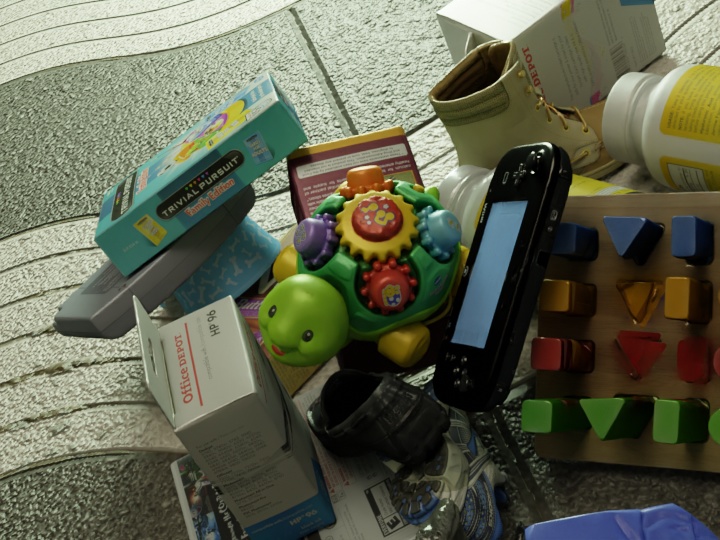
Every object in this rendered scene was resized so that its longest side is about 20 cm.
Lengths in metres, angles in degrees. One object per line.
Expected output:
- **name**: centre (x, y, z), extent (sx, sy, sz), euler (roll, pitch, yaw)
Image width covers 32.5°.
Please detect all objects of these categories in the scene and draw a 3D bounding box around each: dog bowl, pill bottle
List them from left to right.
- **dog bowl**: centre (-0.154, -0.014, 1.203), extent (0.111, 0.050, 0.200), euler (-44, 20, -16)
- **pill bottle**: centre (0.157, -0.030, 1.045), extent (0.200, 0.112, 0.112), euler (22, 59, 43)
- **pill bottle**: centre (0.312, -0.117, 1.055), extent (0.200, 0.111, 0.111), euler (18, 56, 41)

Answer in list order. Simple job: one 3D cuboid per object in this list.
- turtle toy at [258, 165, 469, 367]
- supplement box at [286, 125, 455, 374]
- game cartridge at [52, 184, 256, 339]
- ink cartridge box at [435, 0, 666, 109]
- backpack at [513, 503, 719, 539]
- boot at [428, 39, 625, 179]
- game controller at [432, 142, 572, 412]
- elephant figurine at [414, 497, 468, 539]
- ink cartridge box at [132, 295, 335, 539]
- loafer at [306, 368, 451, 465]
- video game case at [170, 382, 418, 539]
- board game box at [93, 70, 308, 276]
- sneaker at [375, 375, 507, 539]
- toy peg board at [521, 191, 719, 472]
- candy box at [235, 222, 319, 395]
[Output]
- **turtle toy**: centre (0.000, 0.000, 0.949), extent (0.146, 0.101, 0.200), euler (33, 66, 19)
- **supplement box**: centre (0.012, -0.014, 1.067), extent (0.110, 0.086, 0.200), euler (-13, 60, -6)
- **game cartridge**: centre (-0.186, -0.012, 1.133), extent (0.200, 0.040, 0.133), euler (-47, 19, -24)
- **ink cartridge box**: centre (0.182, -0.234, 1.245), extent (0.200, 0.129, 0.125), euler (-36, 39, -12)
- **backpack**: centre (0.172, 0.248, 0.662), extent (0.167, 0.200, 0.163), euler (-5, 40, 11)
- **boot**: centre (0.170, -0.150, 1.136), extent (0.200, 0.156, 0.073), euler (-26, 39, 2)
- **game controller**: centre (0.100, 0.004, 0.898), extent (0.104, 0.042, 0.201), euler (9, 80, 64)
- **elephant figurine**: centre (0.041, 0.214, 0.769), extent (0.155, 0.200, 0.142), euler (9, 51, 36)
- **ink cartridge box**: centre (-0.094, 0.105, 0.932), extent (0.068, 0.200, 0.116), euler (-25, 39, 2)
- **loafer**: centre (0.000, 0.102, 0.935), extent (0.068, 0.070, 0.200), euler (-51, 14, -16)
- **video game case**: centre (-0.053, 0.186, 0.997), extent (0.181, 0.023, 0.200), euler (-27, 39, -1)
- **board game box**: centre (-0.146, -0.093, 1.120), extent (0.200, 0.047, 0.151), euler (-36, 19, 4)
- **sneaker**: centre (0.066, 0.151, 0.937), extent (0.077, 0.085, 0.200), euler (-45, 14, 16)
- **toy peg board**: centre (0.207, 0.040, 0.868), extent (0.200, 0.098, 0.200), euler (0, 86, 29)
- **candy box**: centre (-0.074, 0.044, 1.141), extent (0.117, 0.057, 0.200), euler (21, 57, 44)
